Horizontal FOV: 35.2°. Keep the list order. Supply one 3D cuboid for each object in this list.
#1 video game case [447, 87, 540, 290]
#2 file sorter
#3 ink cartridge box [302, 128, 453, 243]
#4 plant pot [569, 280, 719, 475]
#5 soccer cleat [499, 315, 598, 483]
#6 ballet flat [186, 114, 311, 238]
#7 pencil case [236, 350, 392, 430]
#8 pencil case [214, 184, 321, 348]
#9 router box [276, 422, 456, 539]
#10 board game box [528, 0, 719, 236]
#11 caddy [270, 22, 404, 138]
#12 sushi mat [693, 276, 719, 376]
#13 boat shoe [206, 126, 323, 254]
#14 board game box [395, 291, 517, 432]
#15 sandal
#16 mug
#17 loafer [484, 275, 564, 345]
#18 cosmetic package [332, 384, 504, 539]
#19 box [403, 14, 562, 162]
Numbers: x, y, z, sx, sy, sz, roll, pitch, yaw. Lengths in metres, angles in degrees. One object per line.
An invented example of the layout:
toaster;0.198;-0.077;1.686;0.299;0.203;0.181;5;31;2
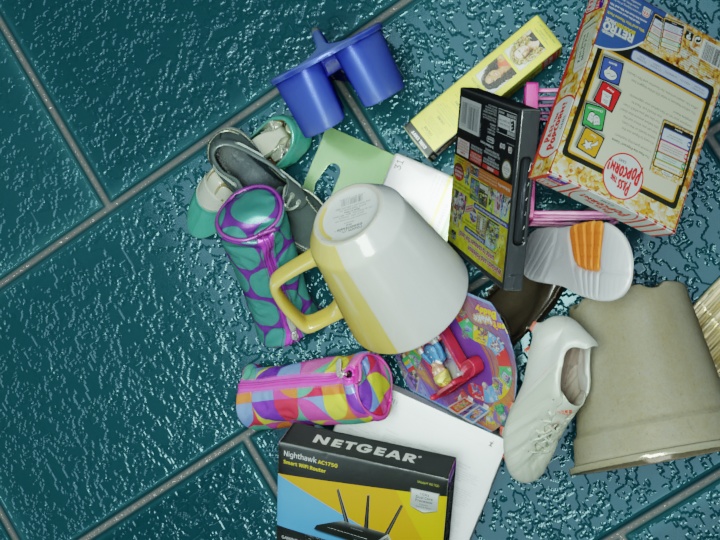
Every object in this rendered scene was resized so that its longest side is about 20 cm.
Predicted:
video game case;0.138;-0.093;1.208;0.025;0.200;0.183;1;105;-13
file sorter;0.236;-0.117;1.242;0.124;0.200;0.141;2;89;6
ink cartridge box;0.019;-0.072;1.356;0.198;0.048;0.147;24;94;7
plant pot;0.310;0.116;1.244;0.198;0.200;0.186;-12;76;9
soccer cleat;0.200;0.146;1.206;0.077;0.069;0.202;34;122;48
ballet flat;-0.147;-0.120;1.372;0.200;0.070;0.068;-40;70;7
pencil case;-0.055;0.139;1.314;0.198;0.088;0.089;-12;87;35
pencil case;-0.104;-0.001;1.304;0.084;0.201;0.093;-26;47;-9
router box;0.004;0.266;1.286;0.198;0.051;0.151;9;115;15
board game box;0.267;-0.155;1.112;0.150;0.046;0.202;23;81;-16
caddy;-0.030;-0.229;1.296;0.140;0.200;0.106;-26;100;4
sushi mat;0.450;0.036;1.295;0.096;0.012;0.200;43;97;6
boat shoe;-0.102;-0.082;1.314;0.073;0.062;0.200;-42;101;9
board game box;0.089;0.095;1.279;0.199;0.039;0.160;23;123;43
sandal;0.244;-0.013;1.209;0.059;0.206;0.080;10;93;-21
mug;0.008;0.000;1.223;0.187;0.153;0.149;-46;43;-10
loafer;0.174;0.050;1.314;0.073;0.071;0.201;36;96;8
cosmetic package;0.060;0.228;1.343;0.198;0.052;0.152;23;95;10
box;0.142;-0.210;1.323;0.200;0.075;0.050;-40;85;6
